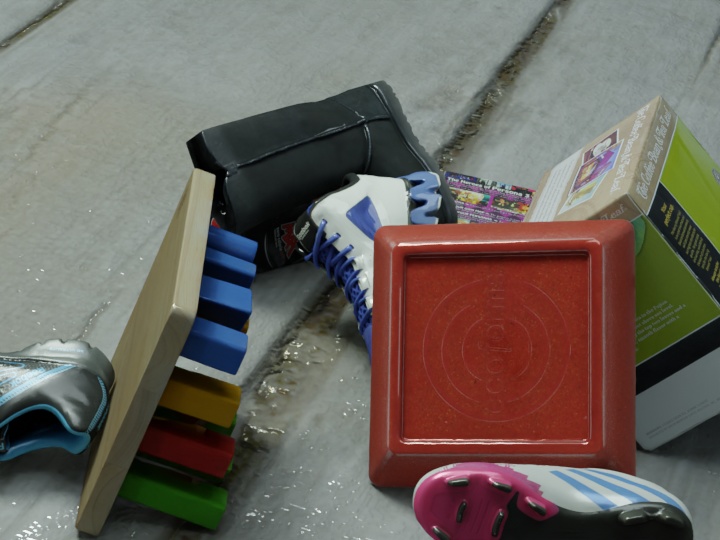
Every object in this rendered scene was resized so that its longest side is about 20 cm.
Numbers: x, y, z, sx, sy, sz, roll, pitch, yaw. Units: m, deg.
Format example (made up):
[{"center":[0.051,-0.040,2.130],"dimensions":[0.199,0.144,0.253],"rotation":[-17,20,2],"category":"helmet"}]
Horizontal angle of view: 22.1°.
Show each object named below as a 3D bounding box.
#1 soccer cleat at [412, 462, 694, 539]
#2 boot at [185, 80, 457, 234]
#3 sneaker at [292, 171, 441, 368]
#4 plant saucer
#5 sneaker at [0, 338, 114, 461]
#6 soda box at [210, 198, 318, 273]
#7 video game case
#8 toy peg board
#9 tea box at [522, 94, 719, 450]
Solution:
[{"center":[0.130,0.168,1.273],"dimensions":[0.199,0.070,0.086],"rotation":[10,13,-8],"category":"soccer cleat"},{"center":[-0.032,-0.071,1.578],"dimensions":[0.200,0.066,0.165],"rotation":[-19,72,-37],"category":"boot"},{"center":[0.000,-0.001,1.507],"dimensions":[0.115,0.081,0.200],"rotation":[10,57,-10],"category":"sneaker"},{"center":[0.101,0.059,1.357],"dimensions":[0.199,0.200,0.037],"rotation":[-1,-11,14],"category":"plant saucer"},{"center":[-0.280,0.094,1.322],"dimensions":[0.199,0.073,0.082],"rotation":[-4,42,4],"category":"sneaker"},{"center":[-0.043,-0.056,1.660],"dimensions":[0.200,0.064,0.071],"rotation":[-16,39,-35],"category":"soda box"},{"center":[0.156,-0.019,1.679],"dimensions":[0.199,0.036,0.181],"rotation":[13,31,6],"category":"video game case"},{"center":[-0.117,0.068,1.322],"dimensions":[0.098,0.200,0.200],"rotation":[20,29,-12],"category":"toy peg board"},{"center":[0.238,-0.002,1.493],"dimensions":[0.197,0.133,0.200],"rotation":[50,30,-11],"category":"tea box"}]
